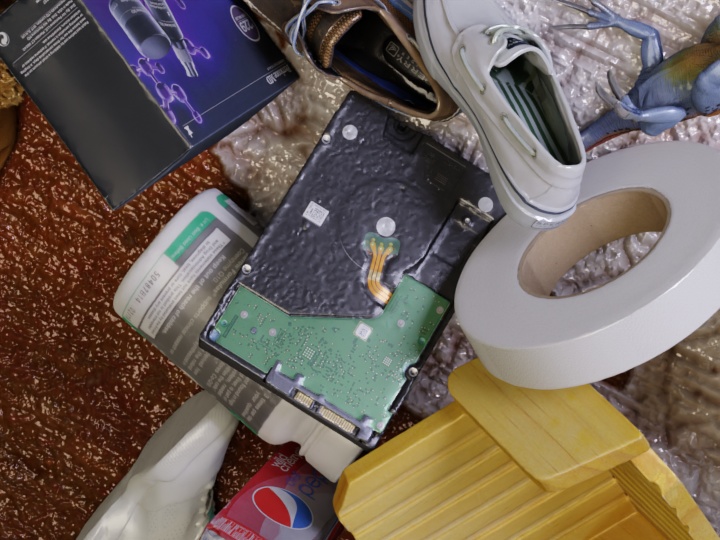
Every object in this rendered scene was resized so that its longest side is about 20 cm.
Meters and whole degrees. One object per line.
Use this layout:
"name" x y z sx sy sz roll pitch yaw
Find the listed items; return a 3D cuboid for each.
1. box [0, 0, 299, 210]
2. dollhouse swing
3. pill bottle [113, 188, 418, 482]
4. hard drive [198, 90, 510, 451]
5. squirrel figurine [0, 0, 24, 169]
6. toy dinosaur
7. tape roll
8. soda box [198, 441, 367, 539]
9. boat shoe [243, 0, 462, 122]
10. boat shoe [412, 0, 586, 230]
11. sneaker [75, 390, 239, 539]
"box" -0.138 -0.140 1.392 0.079 0.200 0.142 -33 95 25
"dollhouse swing" 0.113 0.176 1.374 0.176 0.182 0.200 -41 131 -4
"pill bottle" -0.064 0.047 1.475 0.200 0.113 0.113 40 115 4
"hard drive" 0.000 0.000 1.414 0.139 0.038 0.201 30 76 1
"squirrel figurine" -0.313 -0.122 1.467 0.142 0.187 0.200 46 115 1
"toy dinosaur" 0.202 -0.105 1.351 0.199 0.105 0.182 31 136 -6
"tape roll" 0.153 -0.006 1.334 0.201 0.203 0.037 -21 119 24
"soda box" -0.057 0.178 1.466 0.063 0.200 0.070 31 114 9
"boat shoe" -0.012 -0.166 1.409 0.199 0.072 0.073 30 115 8
"boat shoe" 0.097 -0.123 1.347 0.201 0.073 0.067 64 147 26
"sneaker" -0.131 0.170 1.571 0.088 0.075 0.200 36 122 -8
